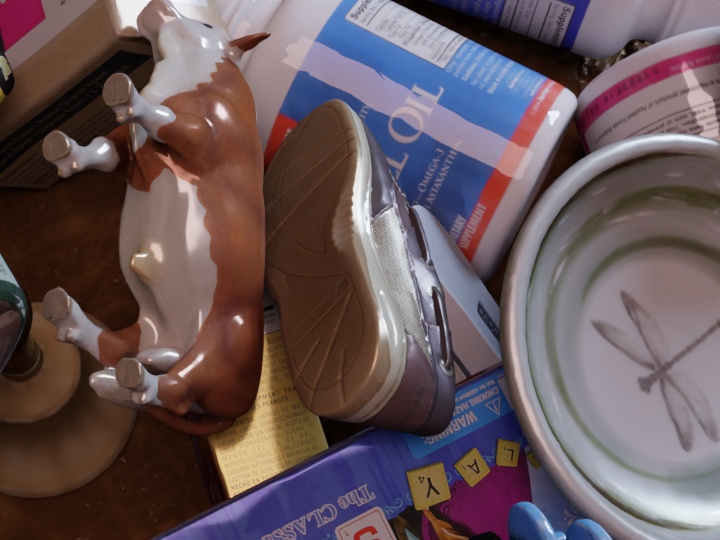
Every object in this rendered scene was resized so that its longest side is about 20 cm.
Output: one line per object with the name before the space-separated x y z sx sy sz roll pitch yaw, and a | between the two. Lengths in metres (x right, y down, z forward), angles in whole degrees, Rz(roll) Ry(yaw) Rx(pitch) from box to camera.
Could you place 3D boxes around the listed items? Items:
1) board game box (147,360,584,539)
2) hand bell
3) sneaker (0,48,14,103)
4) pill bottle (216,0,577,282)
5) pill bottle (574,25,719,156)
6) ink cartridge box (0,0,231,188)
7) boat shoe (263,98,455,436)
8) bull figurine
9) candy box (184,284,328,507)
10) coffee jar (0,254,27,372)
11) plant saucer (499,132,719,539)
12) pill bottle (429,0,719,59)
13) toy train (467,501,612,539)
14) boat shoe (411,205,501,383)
board game box | 0.024 0.169 0.790 0.200 0.041 0.200 -26 88 -16
hand bell | -0.161 0.035 0.849 0.104 0.200 0.104 1 71 -3
sneaker | -0.236 -0.068 0.901 0.076 0.200 0.075 -32 108 -35
pill bottle | 0.001 -0.084 0.944 0.200 0.112 0.112 26 72 6
pill bottle | 0.191 -0.013 0.930 0.113 0.113 0.200 -14 73 -8
ink cartridge box | -0.164 -0.165 0.932 0.075 0.165 0.200 2 65 -44
boat shoe | 0.000 0.000 0.822 0.072 0.065 0.200 -43 34 21
bull figurine | -0.082 -0.028 0.794 0.065 0.121 0.200 -9 84 31
candy box | -0.059 0.061 0.890 0.056 0.117 0.200 -15 73 -10
coffee jar | -0.218 -0.029 0.744 0.085 0.104 0.200 -1 47 -44
plant saucer | 0.144 0.039 0.821 0.200 0.050 0.200 6 73 -22
pill bottle | 0.105 -0.181 0.981 0.200 0.112 0.112 20 72 4
toy train | 0.073 0.157 0.683 0.087 0.200 0.114 -19 97 -16
boat shoe | 0.045 0.070 0.905 0.086 0.075 0.202 -29 109 20
